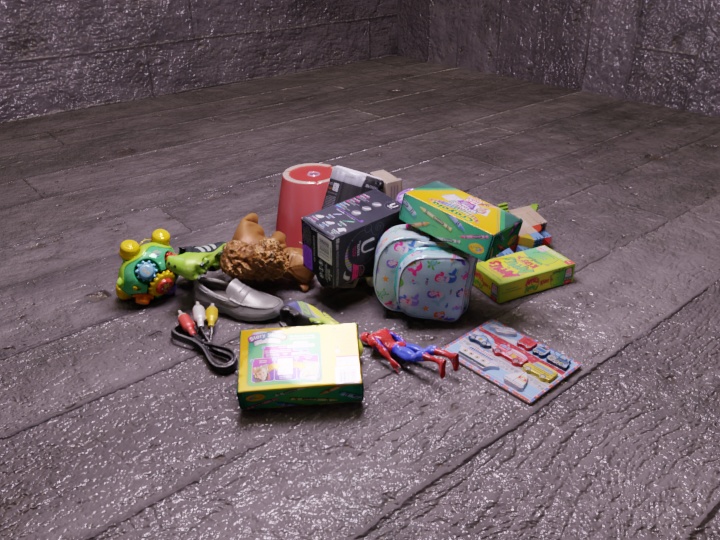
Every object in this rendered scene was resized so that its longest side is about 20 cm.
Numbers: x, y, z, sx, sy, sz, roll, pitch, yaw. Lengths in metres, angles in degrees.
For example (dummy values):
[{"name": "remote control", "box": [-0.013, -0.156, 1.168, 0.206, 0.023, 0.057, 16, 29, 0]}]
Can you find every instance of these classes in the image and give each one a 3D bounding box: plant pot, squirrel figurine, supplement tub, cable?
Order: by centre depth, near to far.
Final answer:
[{"name": "cable", "box": [-0.292, 0.122, 1.177, 0.097, 0.051, 0.200, -14, 30, -22]}, {"name": "squirrel figurine", "box": [-0.188, -0.018, 1.352, 0.186, 0.142, 0.200, 21, 14, 4]}, {"name": "supplement tub", "box": [-0.029, -0.124, 1.438, 0.122, 0.201, 0.123, 16, 8, -2]}, {"name": "plant pot", "box": [-0.113, -0.154, 1.554, 0.199, 0.178, 0.201, 0, 28, 0]}]

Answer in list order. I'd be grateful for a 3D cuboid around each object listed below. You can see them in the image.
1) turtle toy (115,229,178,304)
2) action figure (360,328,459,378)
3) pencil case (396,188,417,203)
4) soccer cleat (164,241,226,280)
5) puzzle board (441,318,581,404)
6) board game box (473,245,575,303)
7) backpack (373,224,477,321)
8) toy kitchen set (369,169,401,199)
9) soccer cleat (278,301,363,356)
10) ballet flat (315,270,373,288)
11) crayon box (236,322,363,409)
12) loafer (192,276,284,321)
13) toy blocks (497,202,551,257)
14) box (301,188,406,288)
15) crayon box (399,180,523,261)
[{"name": "turtle toy", "box": [-0.417, -0.002, 1.341, 0.101, 0.146, 0.200, 39, 41, 22]}, {"name": "action figure", "box": [0.076, 0.143, 1.133, 0.199, 0.052, 0.065, 18, 28, 39]}, {"name": "pencil case", "box": [0.120, -0.078, 1.394, 0.085, 0.201, 0.084, 19, 44, 30]}, {"name": "soccer cleat", "box": [-0.330, -0.029, 1.321, 0.081, 0.068, 0.200, 20, 14, 6]}, {"name": "puzzle board", "box": [0.266, 0.153, 1.142, 0.150, 0.017, 0.200, -23, 35, -35]}, {"name": "board game box", "box": [0.350, 0.005, 1.380, 0.199, 0.048, 0.102, -14, 31, -22]}, {"name": "backpack", "box": [0.122, 0.003, 1.252, 0.199, 0.179, 0.151, 9, 27, 3]}, {"name": "toy kitchen set", "box": [0.147, -0.140, 1.517, 0.199, 0.181, 0.163, -16, 33, -24]}, {"name": "soccer cleat", "box": [-0.065, 0.105, 1.194, 0.199, 0.065, 0.084, 23, 25, 34]}, {"name": "ballet flat", "box": [0.000, 0.000, 1.377, 0.199, 0.069, 0.068, -5, 30, -9]}, {"name": "crayon box", "box": [-0.099, 0.155, 1.051, 0.199, 0.058, 0.119, -3, 49, -3]}, {"name": "loafer", "box": [-0.249, 0.054, 1.284, 0.199, 0.070, 0.070, 7, 29, 15]}, {"name": "toy blocks", "box": [0.374, -0.084, 1.518, 0.199, 0.100, 0.137, -14, 42, -21]}, {"name": "box", "box": [-0.010, -0.068, 1.305, 0.199, 0.123, 0.106, -26, 43, -33]}, {"name": "crayon box", "box": [0.188, -0.097, 1.208, 0.199, 0.059, 0.119, 30, 35, 28]}]
